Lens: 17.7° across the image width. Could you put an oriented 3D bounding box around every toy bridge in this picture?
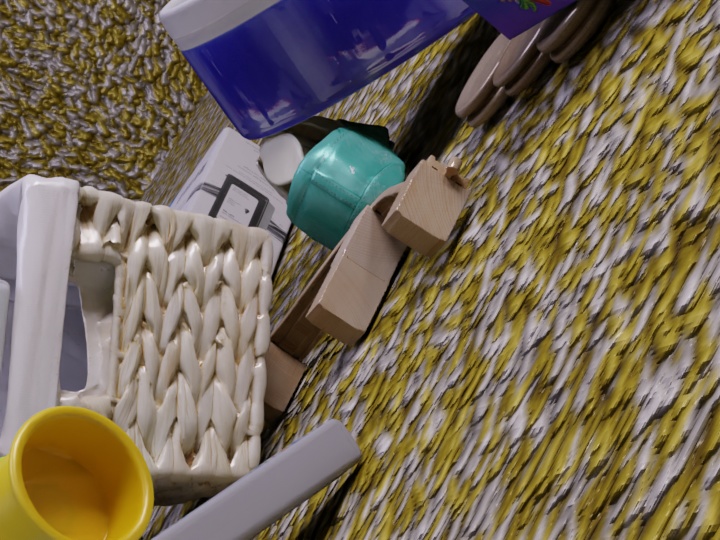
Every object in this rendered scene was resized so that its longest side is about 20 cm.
[{"bbox_3d":[0.000,0.000,1.034,0.200,0.027,0.067,-48,12,53],"label":"toy bridge"}]

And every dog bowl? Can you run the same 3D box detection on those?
[{"bbox_3d":[0.001,-0.152,1.172,0.200,0.079,0.200,-32,11,7],"label":"dog bowl"}]

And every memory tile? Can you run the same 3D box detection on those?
[{"bbox_3d":[0.110,-0.158,1.024,0.200,0.017,0.153,-61,10,-21],"label":"memory tile"}]

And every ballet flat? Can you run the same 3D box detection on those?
[{"bbox_3d":[-0.017,-0.052,1.173,0.067,0.070,0.200,-57,8,2],"label":"ballet flat"}]

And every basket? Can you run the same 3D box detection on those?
[{"bbox_3d":[-0.129,0.042,1.098,0.200,0.123,0.136,160,115,-66],"label":"basket"}]

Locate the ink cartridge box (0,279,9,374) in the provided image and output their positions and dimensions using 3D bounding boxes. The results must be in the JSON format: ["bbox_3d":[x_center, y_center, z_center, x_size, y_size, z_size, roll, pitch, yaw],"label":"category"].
[{"bbox_3d":[-0.208,0.100,1.045,0.160,0.047,0.201,177,101,-68],"label":"ink cartridge box"}]

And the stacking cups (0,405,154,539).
[{"bbox_3d":[-0.155,0.119,0.906,0.200,0.060,0.061,-39,19,45],"label":"stacking cups"}]

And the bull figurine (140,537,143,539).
[{"bbox_3d":[-0.177,0.187,1.113,0.121,0.065,0.200,32,97,43],"label":"bull figurine"}]

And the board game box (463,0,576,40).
[{"bbox_3d":[0.118,-0.202,0.947,0.134,0.045,0.200,-27,32,52],"label":"board game box"}]

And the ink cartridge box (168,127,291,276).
[{"bbox_3d":[-0.104,0.008,1.443,0.116,0.068,0.200,-53,9,27],"label":"ink cartridge box"}]

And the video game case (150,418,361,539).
[{"bbox_3d":[-0.113,0.136,0.857,0.182,0.022,0.200,-37,-5,40],"label":"video game case"}]
